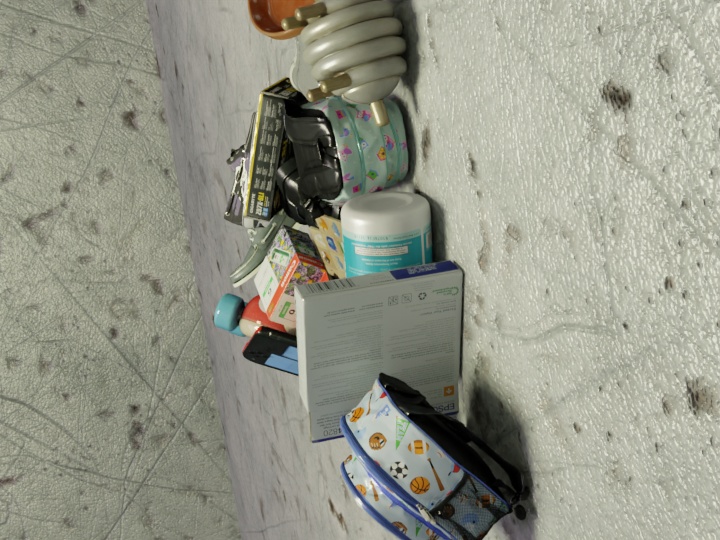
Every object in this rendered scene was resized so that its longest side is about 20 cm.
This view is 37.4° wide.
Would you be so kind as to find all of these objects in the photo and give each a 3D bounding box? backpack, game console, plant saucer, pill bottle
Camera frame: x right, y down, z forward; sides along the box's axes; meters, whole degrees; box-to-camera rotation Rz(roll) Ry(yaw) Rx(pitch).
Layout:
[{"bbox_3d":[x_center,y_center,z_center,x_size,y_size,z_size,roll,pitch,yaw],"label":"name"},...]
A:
[{"bbox_3d":[-0.021,-0.161,1.382,0.200,0.127,0.167,-166,57,-73],"label":"backpack"},{"bbox_3d":[-0.082,0.142,1.681,0.177,0.200,0.031,136,150,-71],"label":"game console"},{"bbox_3d":[-0.076,-0.402,1.422,0.200,0.032,0.200,-19,61,40],"label":"plant saucer"},{"bbox_3d":[0.061,0.217,1.209,0.191,0.154,0.200,49,175,-23],"label":"backpack"},{"bbox_3d":[0.036,0.009,1.322,0.111,0.111,0.200,-137,40,-64],"label":"pill bottle"}]

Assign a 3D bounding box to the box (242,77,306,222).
[{"bbox_3d":[-0.130,-0.193,1.674,0.160,0.049,0.200,-57,-21,-68],"label":"box"}]

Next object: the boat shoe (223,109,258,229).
[{"bbox_3d":[-0.188,-0.169,1.737,0.070,0.066,0.200,-61,-19,-70],"label":"boat shoe"}]

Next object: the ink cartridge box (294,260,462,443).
[{"bbox_3d":[0.023,0.096,1.266,0.041,0.199,0.200,-127,32,-59],"label":"ink cartridge box"}]

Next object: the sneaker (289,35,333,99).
[{"bbox_3d":[-0.046,-0.300,1.503,0.116,0.075,0.200,59,160,28],"label":"sneaker"}]

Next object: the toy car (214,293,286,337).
[{"bbox_3d":[-0.123,0.036,1.827,0.177,0.184,0.200,53,-125,-78],"label":"toy car"}]

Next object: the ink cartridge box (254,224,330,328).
[{"bbox_3d":[-0.102,0.022,1.608,0.109,0.050,0.200,-62,25,17],"label":"ink cartridge box"}]

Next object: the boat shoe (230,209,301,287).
[{"bbox_3d":[-0.159,-0.059,1.796,0.062,0.200,0.073,43,175,-11],"label":"boat shoe"}]

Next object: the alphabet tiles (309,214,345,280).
[{"bbox_3d":[0.000,0.000,1.475,0.200,0.006,0.166,22,142,52],"label":"alphabet tiles"}]

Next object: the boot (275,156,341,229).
[{"bbox_3d":[-0.054,-0.075,1.627,0.162,0.073,0.198,52,174,19],"label":"boot"}]

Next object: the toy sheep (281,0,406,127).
[{"bbox_3d":[-0.010,-0.266,1.270,0.138,0.138,0.200,-173,65,-73],"label":"toy sheep"}]

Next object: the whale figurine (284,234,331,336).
[{"bbox_3d":[-0.059,0.033,1.697,0.159,0.104,0.200,-53,29,33],"label":"whale figurine"}]
